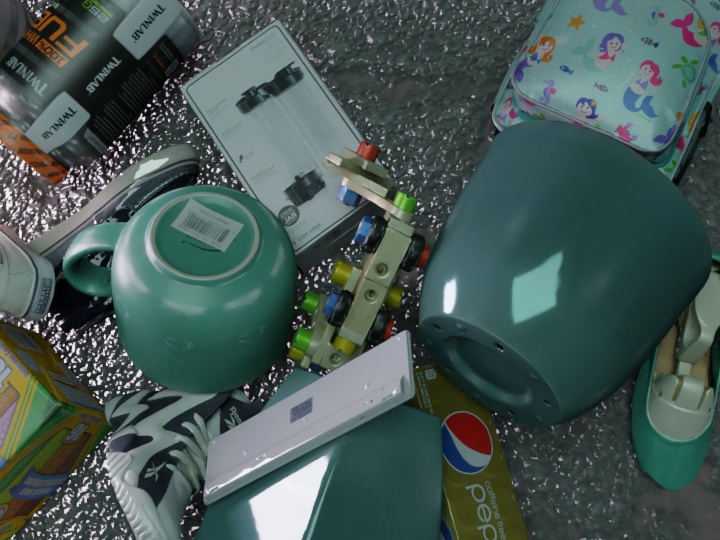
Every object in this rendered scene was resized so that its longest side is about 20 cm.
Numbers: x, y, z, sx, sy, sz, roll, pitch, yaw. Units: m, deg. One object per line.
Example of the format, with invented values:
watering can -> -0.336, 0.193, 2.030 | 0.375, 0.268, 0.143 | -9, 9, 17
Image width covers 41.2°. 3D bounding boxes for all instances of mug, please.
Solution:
mug -> -0.141, 0.010, 0.779 | 0.182, 0.115, 0.153 | -13, 57, -18

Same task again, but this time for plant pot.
plant pot -> -0.027, 0.187, 0.719 | 0.140, 0.140, 0.203 | 9, 79, 52
plant pot -> 0.137, 0.016, 0.724 | 0.199, 0.201, 0.161 | 33, 66, 15

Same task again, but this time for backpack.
backpack -> 0.218, -0.165, 0.811 | 0.176, 0.151, 0.202 | 28, 77, 15

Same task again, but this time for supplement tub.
supplement tub -> -0.255, -0.186, 0.891 | 0.122, 0.123, 0.201 | 38, 83, 15

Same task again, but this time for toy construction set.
toy construction set -> 0.000, 0.000, 0.774 | 0.091, 0.131, 0.203 | 10, 100, -5

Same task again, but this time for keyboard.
keyboard -> -0.041, 0.107, 0.686 | 0.199, 0.011, 0.057 | -31, 33, 26

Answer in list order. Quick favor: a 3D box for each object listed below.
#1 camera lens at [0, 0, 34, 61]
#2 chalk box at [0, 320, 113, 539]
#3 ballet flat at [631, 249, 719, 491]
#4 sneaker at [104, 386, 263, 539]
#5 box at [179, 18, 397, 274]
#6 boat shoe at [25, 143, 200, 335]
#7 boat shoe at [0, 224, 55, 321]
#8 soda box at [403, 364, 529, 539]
camera lens -> -0.406, -0.235, 0.881 | 0.157, 0.200, 0.163 | -3, 74, 10
chalk box -> -0.333, 0.156, 0.816 | 0.124, 0.125, 0.200 | 41, 85, 16
ballet flat -> 0.263, 0.075, 0.778 | 0.066, 0.070, 0.203 | 12, 78, 10
sneaker -> -0.133, 0.145, 0.776 | 0.128, 0.199, 0.081 | -21, 109, -10
box -> -0.064, -0.114, 0.878 | 0.116, 0.060, 0.201 | -35, 74, -2
boat shoe -> -0.213, -0.024, 0.877 | 0.199, 0.075, 0.093 | -35, 80, 6
boat shoe -> -0.336, -0.003, 0.836 | 0.199, 0.069, 0.072 | 22, 96, 49
soda box -> 0.080, 0.178, 0.769 | 0.067, 0.064, 0.203 | -6, 73, -30
